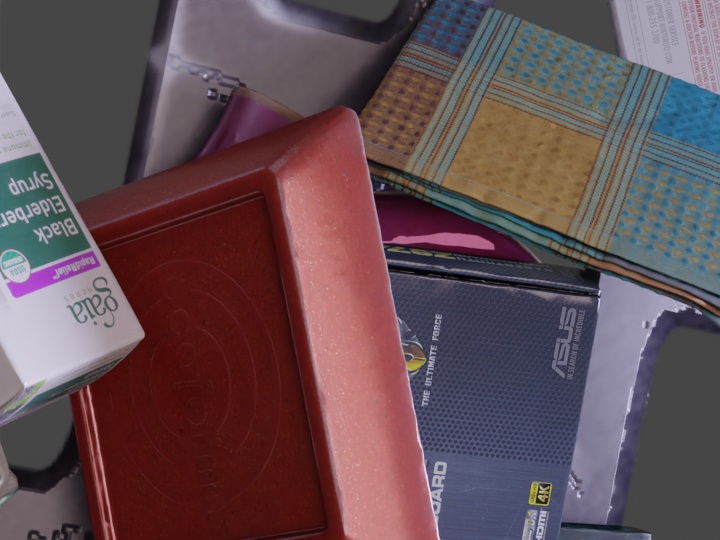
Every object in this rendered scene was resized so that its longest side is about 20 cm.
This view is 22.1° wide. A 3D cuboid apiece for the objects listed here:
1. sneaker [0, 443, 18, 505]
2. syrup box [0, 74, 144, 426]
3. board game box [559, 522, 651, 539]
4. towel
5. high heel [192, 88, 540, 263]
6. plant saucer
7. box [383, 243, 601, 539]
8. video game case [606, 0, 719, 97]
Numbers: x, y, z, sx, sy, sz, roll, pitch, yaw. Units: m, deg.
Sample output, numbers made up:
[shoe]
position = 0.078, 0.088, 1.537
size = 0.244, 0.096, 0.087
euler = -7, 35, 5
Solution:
[sneaker]
position = -0.202, 0.107, 0.841
size = 0.088, 0.075, 0.202
euler = 15, 84, -27
[syrup box]
position = -0.186, -0.030, 0.803
size = 0.078, 0.081, 0.201
euler = -24, 82, -51
[board game box]
position = 0.048, 0.193, 0.931
size = 0.198, 0.028, 0.137
euler = 5, 88, -16
[towel]
position = 0.104, -0.058, 0.880
size = 0.198, 0.022, 0.147
euler = 22, 45, 10
[high heel]
position = 0.000, 0.000, 0.892
size = 0.199, 0.067, 0.097
euler = 28, 79, -2
[plant saucer]
position = -0.065, 0.049, 0.805
size = 0.037, 0.199, 0.202
euler = -5, 82, -49
[box]
position = 0.017, 0.090, 0.855
size = 0.156, 0.051, 0.202
euler = 8, 101, -8
[video game case]
position = 0.220, -0.128, 0.937
size = 0.180, 0.022, 0.202
euler = -11, 81, 5
